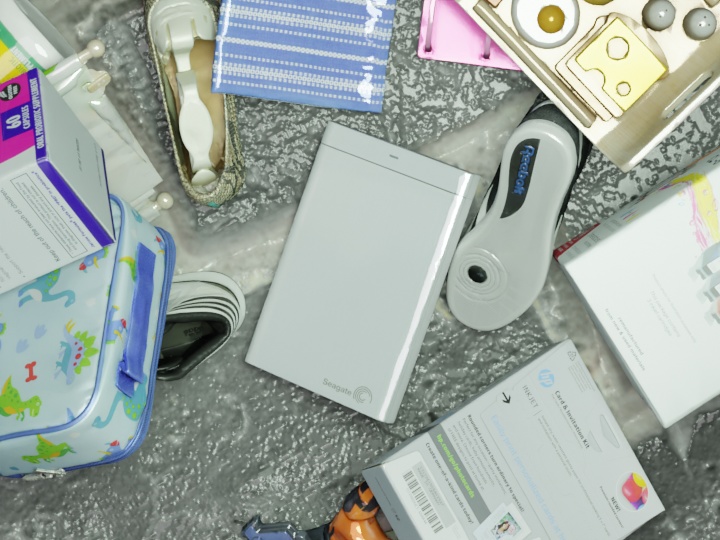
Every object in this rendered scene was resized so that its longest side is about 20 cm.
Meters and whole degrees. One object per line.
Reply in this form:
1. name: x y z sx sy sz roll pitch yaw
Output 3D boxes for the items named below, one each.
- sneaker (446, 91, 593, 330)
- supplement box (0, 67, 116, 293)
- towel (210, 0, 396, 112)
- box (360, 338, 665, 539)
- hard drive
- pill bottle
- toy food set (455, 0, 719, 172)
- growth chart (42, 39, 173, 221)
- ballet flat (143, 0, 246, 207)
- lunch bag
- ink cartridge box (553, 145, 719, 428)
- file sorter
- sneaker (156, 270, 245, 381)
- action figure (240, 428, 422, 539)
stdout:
1. sneaker: 0.133 -0.052 1.607 0.073 0.112 0.201 27 129 6
2. supplement box: -0.290 -0.043 1.500 0.199 0.102 0.103 -25 136 10
3. towel: -0.033 -0.225 1.591 0.144 0.024 0.201 6 98 -24
4. box: 0.118 0.167 1.588 0.199 0.041 0.157 -31 93 -28
5. hard drive: 0.000 0.000 1.613 0.131 0.027 0.201 22 96 25
6. pill bottle: -0.308 -0.113 1.597 0.200 0.113 0.113 -42 92 4
7. toy food set: 0.169 -0.188 1.474 0.143 0.060 0.200 -44 93 5
8. growth chart: -0.226 -0.074 1.583 0.144 0.200 0.018 -26 49 -2
9. ballet flat: -0.128 -0.147 1.605 0.067 0.075 0.201 -10 94 6
10. lunch bag: -0.218 0.049 1.528 0.160 0.082 0.201 -13 57 29
11. ink cartridge box: 0.267 -0.003 1.567 0.199 0.145 0.145 -32 92 3
12. file sorter: 0.148 -0.217 1.565 0.199 0.125 0.140 7 95 2
13. sneaker: -0.190 0.047 1.600 0.199 0.115 0.076 -11 100 3
14. action figure: 0.006 0.240 1.631 0.193 0.105 0.201 -28 105 11
